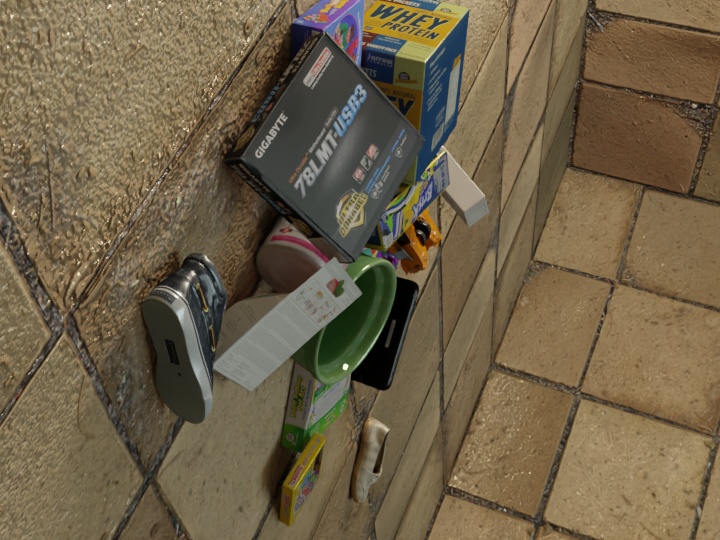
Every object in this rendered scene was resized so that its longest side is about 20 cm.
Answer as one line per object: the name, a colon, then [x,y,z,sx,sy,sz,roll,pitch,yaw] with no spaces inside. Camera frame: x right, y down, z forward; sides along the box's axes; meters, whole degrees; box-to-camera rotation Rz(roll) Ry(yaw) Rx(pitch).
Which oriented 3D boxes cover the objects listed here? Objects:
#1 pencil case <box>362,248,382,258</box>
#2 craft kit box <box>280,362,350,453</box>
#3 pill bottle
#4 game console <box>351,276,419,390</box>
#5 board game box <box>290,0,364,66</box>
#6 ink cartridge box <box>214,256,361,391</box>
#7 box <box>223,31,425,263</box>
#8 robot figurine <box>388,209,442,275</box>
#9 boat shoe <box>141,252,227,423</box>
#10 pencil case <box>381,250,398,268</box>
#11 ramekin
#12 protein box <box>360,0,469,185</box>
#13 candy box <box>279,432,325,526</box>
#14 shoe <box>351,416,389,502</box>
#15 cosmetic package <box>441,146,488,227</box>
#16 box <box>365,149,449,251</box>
pencil case: [0.000,0.000,1.652,0.201,0.088,0.089,75,35,-53]
craft kit box: [-0.060,0.173,1.710,0.200,0.048,0.199,-33,134,-66]
pill bottle: [-0.050,-0.063,1.392,0.114,0.113,0.201,85,26,-51]
game console: [0.047,0.112,1.889,0.116,0.175,0.202,19,87,-45]
board game box: [-0.045,-0.249,1.357,0.135,0.044,0.201,-53,153,-50]
ink cartridge box: [-0.102,0.060,1.300,0.200,0.057,0.163,-45,159,-4]
box: [-0.037,-0.145,1.242,0.198,0.050,0.201,44,65,-30]
robot figurine: [0.050,-0.098,1.646,0.201,0.058,0.145,54,36,-15]
boat shoe: [-0.184,0.079,1.158,0.091,0.070,0.201,-52,151,-42]
pencil case: [0.057,-0.089,1.755,0.201,0.092,0.085,-64,143,-26]
ramekin: [-0.042,0.055,1.499,0.200,0.097,0.201,-45,151,-33]
protein box: [0.061,-0.273,1.523,0.199,0.134,0.201,-55,156,-47]
candy box: [-0.097,0.348,1.702,0.102,0.026,0.200,-54,167,-27]
shoe: [0.021,0.409,2.179,0.070,0.053,0.202,-39,142,-63]
cosmetic package: [0.142,-0.174,1.787,0.051,0.200,0.083,-37,161,-2]
box: [0.056,-0.111,1.547,0.200,0.070,0.065,-45,136,-40]
